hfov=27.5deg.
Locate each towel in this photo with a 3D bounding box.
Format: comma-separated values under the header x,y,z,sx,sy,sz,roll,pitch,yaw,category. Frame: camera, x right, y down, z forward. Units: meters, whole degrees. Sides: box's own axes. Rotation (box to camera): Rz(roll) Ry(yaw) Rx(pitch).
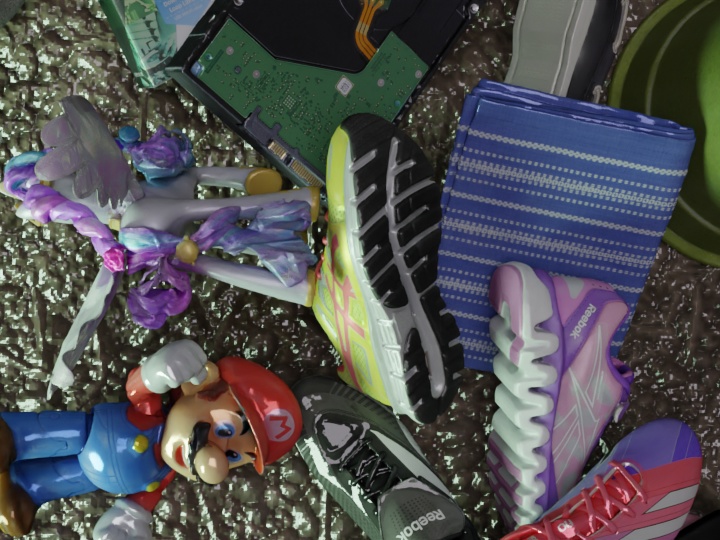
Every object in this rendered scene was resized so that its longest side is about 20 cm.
x,y,z,sx,sy,sz,roll,pitch,yaw,category
0.113,-0.018,0.922,0.144,0.024,0.201,10,124,-5,towel

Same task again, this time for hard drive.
x,y,z,sx,sy,sz,roll,pitch,yaw,category
-0.012,-0.160,0.925,0.139,0.038,0.201,39,78,-25,hard drive

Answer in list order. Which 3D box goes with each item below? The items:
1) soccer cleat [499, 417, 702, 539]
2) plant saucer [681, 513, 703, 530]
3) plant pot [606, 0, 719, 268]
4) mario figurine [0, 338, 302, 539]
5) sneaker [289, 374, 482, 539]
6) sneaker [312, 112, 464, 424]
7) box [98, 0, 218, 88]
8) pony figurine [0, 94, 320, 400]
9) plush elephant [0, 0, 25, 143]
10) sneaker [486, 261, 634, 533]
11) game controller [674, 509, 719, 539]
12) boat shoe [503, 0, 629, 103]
x,y,z,sx,sy,sz,roll,pitch,yaw,category
0.126,0.160,0.869,0.200,0.077,0.067,-45,50,-5,soccer cleat
0.184,0.253,0.949,0.199,0.051,0.202,0,91,-11,plant saucer
0.269,-0.102,0.903,0.198,0.190,0.202,0,89,-4,plant pot
-0.132,0.113,0.900,0.198,0.124,0.107,-13,69,0,mario figurine
0.027,0.146,0.925,0.066,0.090,0.200,-38,92,-5,sneaker
0.000,0.000,0.900,0.078,0.090,0.202,-32,122,-41,sneaker
-0.115,-0.234,0.907,0.144,0.036,0.201,-32,107,-22,box
-0.125,-0.023,0.871,0.198,0.193,0.168,6,105,-7,pony figurine
-0.258,-0.165,0.869,0.200,0.164,0.155,-45,51,9,plush elephant
0.129,0.090,0.924,0.088,0.081,0.202,-5,110,-14,sneaker
0.236,0.250,0.913,0.104,0.042,0.201,-25,96,-9,game controller
0.119,-0.104,0.954,0.060,0.074,0.202,13,95,-42,boat shoe
